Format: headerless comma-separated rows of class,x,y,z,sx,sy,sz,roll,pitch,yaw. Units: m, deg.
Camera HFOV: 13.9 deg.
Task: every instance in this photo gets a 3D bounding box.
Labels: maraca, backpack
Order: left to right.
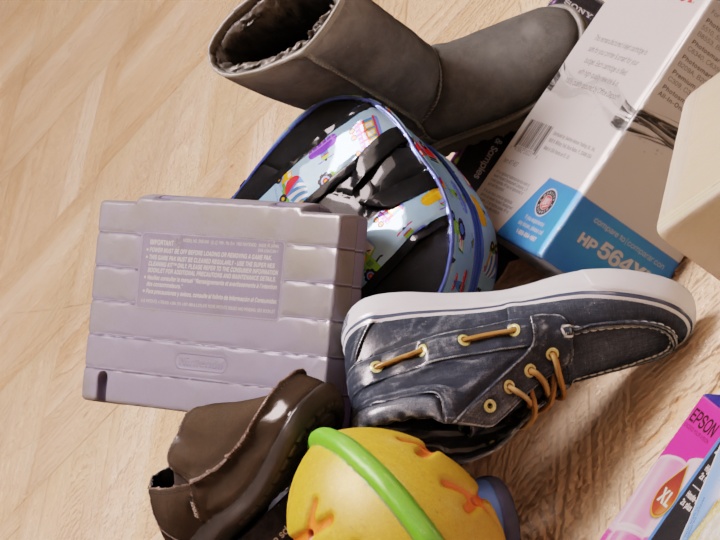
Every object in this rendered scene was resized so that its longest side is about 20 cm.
backpack,0.000,0.000,1.788,0.200,0.134,0.183,-50,56,26
maraca,0.033,0.162,1.566,0.107,0.137,0.200,-35,58,-13

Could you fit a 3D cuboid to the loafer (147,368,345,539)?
loafer,-0.076,0.107,1.673,0.073,0.071,0.200,-39,-6,-39

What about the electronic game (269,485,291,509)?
electronic game,-0.058,0.183,1.935,0.200,0.042,0.200,-52,23,32

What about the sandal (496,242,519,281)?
sandal,0.112,-0.031,1.873,0.200,0.045,0.075,-61,-3,-3

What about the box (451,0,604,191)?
box,0.089,-0.088,1.952,0.200,0.036,0.143,-57,1,-8

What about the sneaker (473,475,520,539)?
sneaker,0.015,0.181,1.682,0.200,0.082,0.074,-43,48,39

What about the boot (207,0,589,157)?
boot,0.027,-0.138,1.796,0.182,0.200,0.073,-33,54,13

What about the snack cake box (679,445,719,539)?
snack cake box,0.208,0.123,1.298,0.067,0.115,0.200,-18,42,59

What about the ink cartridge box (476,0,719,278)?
ink cartridge box,0.166,-0.083,1.768,0.200,0.084,0.146,-55,19,0

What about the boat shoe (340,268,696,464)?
boat shoe,0.090,0.059,1.644,0.071,0.200,0.091,78,-172,-51

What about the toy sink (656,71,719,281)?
toy sink,0.264,-0.065,1.446,0.200,0.130,0.112,-38,26,43

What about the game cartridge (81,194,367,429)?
game cartridge,-0.081,0.022,1.748,0.200,0.038,0.130,5,85,41

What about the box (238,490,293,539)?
box,-0.016,0.149,1.757,0.200,0.036,0.143,-45,-16,11

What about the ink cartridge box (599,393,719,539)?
ink cartridge box,0.171,0.127,1.502,0.200,0.037,0.095,-53,20,2
